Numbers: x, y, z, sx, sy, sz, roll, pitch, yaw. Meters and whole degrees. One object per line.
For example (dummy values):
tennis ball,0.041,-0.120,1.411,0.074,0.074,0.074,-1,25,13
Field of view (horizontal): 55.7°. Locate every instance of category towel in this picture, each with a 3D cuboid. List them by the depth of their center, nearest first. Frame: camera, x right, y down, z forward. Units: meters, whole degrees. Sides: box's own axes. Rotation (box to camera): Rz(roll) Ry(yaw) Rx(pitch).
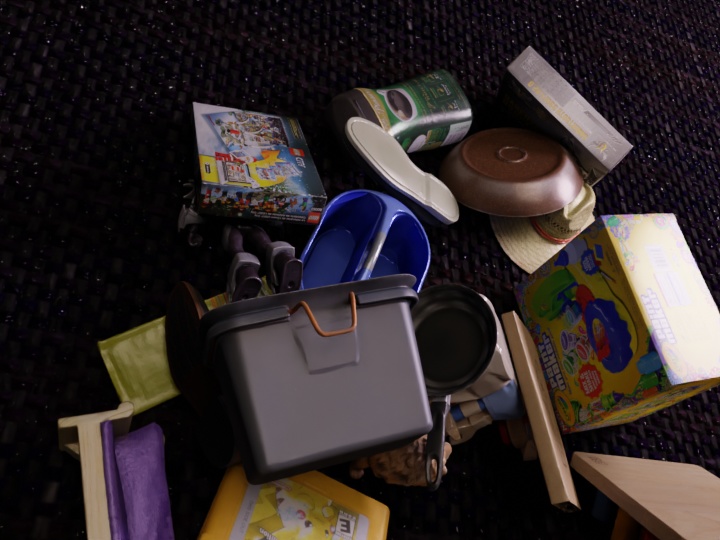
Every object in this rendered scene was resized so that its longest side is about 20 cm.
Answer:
towel,-0.169,0.075,0.726,0.198,0.018,0.087,-22,73,-31

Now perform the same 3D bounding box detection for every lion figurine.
lion figurine,0.004,0.140,0.700,0.072,0.123,0.201,-32,78,-33

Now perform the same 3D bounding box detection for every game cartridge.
game cartridge,-0.063,0.264,0.614,0.174,0.033,0.201,28,30,-7

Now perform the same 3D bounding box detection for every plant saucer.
plant saucer,0.206,-0.146,0.935,0.196,0.037,0.202,-3,40,2

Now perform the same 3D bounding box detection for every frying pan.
frying pan,0.091,0.100,0.654,0.114,0.031,0.192,-26,57,13

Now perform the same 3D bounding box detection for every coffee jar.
coffee jar,0.051,-0.204,0.928,0.198,0.085,0.105,-20,74,-31

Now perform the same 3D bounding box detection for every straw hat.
straw hat,0.284,-0.090,0.965,0.198,0.085,0.204,10,60,-18

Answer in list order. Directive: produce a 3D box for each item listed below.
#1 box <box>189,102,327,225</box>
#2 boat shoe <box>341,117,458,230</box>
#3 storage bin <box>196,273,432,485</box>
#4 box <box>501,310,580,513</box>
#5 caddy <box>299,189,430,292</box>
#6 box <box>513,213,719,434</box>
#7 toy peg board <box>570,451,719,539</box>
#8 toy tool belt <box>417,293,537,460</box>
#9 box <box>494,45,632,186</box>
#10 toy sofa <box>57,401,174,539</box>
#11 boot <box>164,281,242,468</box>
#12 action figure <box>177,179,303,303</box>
box,-0.125,-0.127,0.790,0.134,0.038,0.201,5,35,-21
boat shoe,0.039,-0.112,0.855,0.198,0.066,0.076,30,48,-35
storage bin,-0.029,0.095,0.592,0.197,0.146,0.136,-9,69,-21
box,0.205,0.163,0.767,0.021,0.163,0.203,-17,64,15
caddy,0.000,0.000,0.783,0.140,0.105,0.202,28,56,-7
box,0.312,0.068,0.828,0.120,0.193,0.203,-3,64,-24
toy peg board,0.359,0.298,0.755,0.197,0.199,0.100,11,97,-18
toy tool belt,0.115,0.131,0.758,0.126,0.121,0.202,-84,152,-57
box,0.286,-0.212,0.990,0.048,0.158,0.200,-43,84,1
toy sofa,-0.204,0.224,0.591,0.096,0.083,0.203,-5,66,-24
boot,-0.132,0.101,0.695,0.096,0.075,0.202,7,49,-47
action figure,-0.133,-0.040,0.755,0.128,0.070,0.201,-3,39,-26
